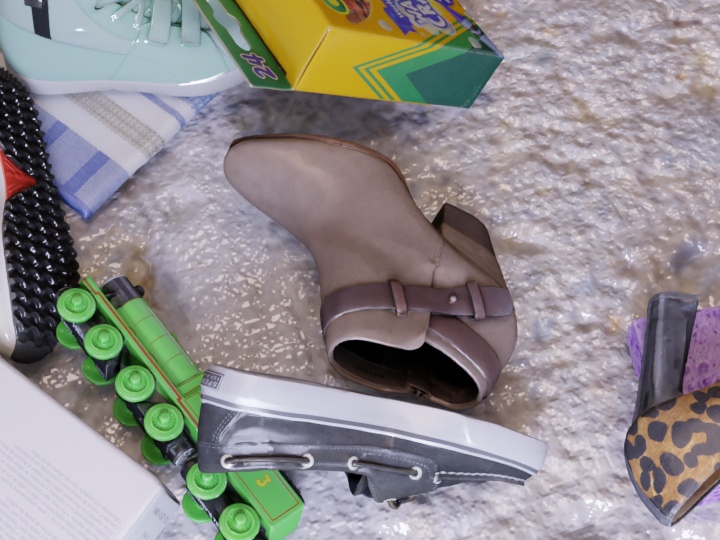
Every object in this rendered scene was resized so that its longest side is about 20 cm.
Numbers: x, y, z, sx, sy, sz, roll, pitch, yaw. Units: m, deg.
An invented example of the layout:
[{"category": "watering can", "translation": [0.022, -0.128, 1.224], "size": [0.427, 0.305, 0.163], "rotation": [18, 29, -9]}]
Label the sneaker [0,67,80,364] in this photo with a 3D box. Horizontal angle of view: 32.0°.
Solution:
[{"category": "sneaker", "translation": [-0.237, -0.027, 0.772], "size": [0.092, 0.070, 0.203], "rotation": [-24, 69, 20]}]

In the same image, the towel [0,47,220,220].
[{"category": "towel", "translation": [-0.171, -0.138, 0.862], "size": [0.146, 0.024, 0.200], "rotation": [33, 64, 16]}]

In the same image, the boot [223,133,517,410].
[{"category": "boot", "translation": [0.000, 0.000, 0.729], "size": [0.197, 0.071, 0.147], "rotation": [17, 40, -2]}]

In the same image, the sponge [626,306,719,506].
[{"category": "sponge", "translation": [0.265, 0.067, 0.731], "size": [0.196, 0.030, 0.113], "rotation": [-9, 57, -6]}]

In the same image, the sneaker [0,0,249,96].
[{"category": "sneaker", "translation": [-0.136, -0.174, 0.803], "size": [0.197, 0.119, 0.075], "rotation": [-8, 59, -9]}]

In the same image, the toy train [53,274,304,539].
[{"category": "toy train", "translation": [-0.104, 0.077, 0.705], "size": [0.056, 0.042, 0.200], "rotation": [-28, 66, -30]}]

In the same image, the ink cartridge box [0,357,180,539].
[{"category": "ink cartridge box", "translation": [-0.225, 0.135, 0.671], "size": [0.199, 0.044, 0.174], "rotation": [32, 74, 19]}]

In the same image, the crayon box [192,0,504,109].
[{"category": "crayon box", "translation": [-0.013, -0.169, 0.807], "size": [0.198, 0.052, 0.126], "rotation": [-3, 49, -45]}]

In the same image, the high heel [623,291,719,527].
[{"category": "high heel", "translation": [0.241, 0.079, 0.657], "size": [0.197, 0.072, 0.144], "rotation": [1, 49, 20]}]

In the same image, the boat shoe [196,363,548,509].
[{"category": "boat shoe", "translation": [0.006, 0.096, 0.677], "size": [0.197, 0.069, 0.058], "rotation": [13, 85, -15]}]
